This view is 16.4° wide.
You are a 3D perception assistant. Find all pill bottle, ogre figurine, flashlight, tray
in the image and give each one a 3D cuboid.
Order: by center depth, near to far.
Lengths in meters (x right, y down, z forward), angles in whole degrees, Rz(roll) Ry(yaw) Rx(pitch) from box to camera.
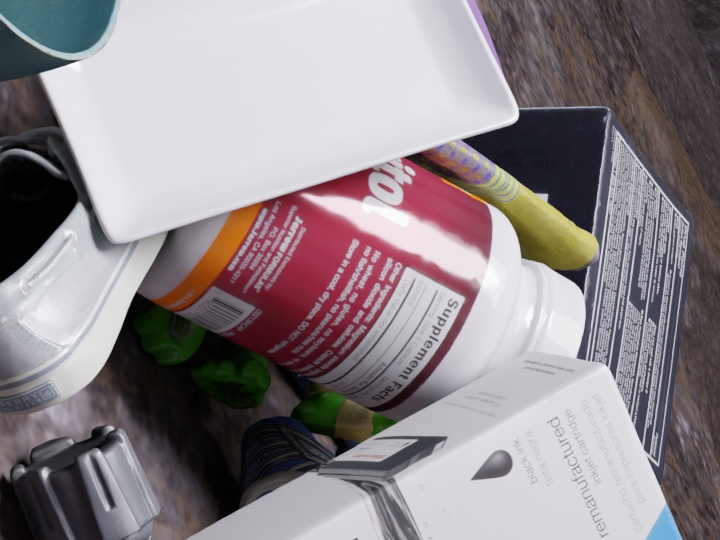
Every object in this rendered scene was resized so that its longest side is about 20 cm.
[{"bbox_3d":[-0.080,0.164,1.018,0.201,0.068,0.068,69,20,-9],"label":"flashlight"},{"bbox_3d":[-0.038,-0.081,1.087,0.108,0.199,0.022,65,-23,17],"label":"tray"},{"bbox_3d":[0.000,0.000,1.162,0.200,0.113,0.113,27,35,-20],"label":"pill bottle"},{"bbox_3d":[-0.027,0.017,1.266,0.199,0.098,0.120,17,70,-24],"label":"ogre figurine"}]

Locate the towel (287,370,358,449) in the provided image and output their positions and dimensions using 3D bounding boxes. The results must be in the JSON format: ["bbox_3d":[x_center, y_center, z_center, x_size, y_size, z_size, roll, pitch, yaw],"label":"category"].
[{"bbox_3d":[-0.007,0.034,1.422,0.200,0.048,0.112,54,23,-43],"label":"towel"}]

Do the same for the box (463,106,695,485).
[{"bbox_3d":[0.128,0.022,1.649,0.198,0.123,0.201,41,55,-58],"label":"box"}]

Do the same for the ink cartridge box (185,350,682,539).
[{"bbox_3d":[0.037,0.145,1.087,0.145,0.200,0.084,66,-18,-11],"label":"ink cartridge box"}]

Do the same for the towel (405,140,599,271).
[{"bbox_3d":[0.016,-0.056,1.233,0.200,0.143,0.023,33,81,-36],"label":"towel"}]

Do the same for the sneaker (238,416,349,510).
[{"bbox_3d":[-0.002,0.136,1.286,0.200,0.077,0.085,52,19,-50],"label":"sneaker"}]

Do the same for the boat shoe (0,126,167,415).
[{"bbox_3d":[-0.129,-0.024,1.064,0.201,0.070,0.072,-79,149,-55],"label":"boat shoe"}]

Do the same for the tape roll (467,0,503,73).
[{"bbox_3d":[0.046,-0.139,1.755,0.200,0.065,0.200,57,22,-37],"label":"tape roll"}]

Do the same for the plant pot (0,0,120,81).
[{"bbox_3d":[-0.192,-0.147,0.888,0.200,0.134,0.201,-19,90,-74],"label":"plant pot"}]
